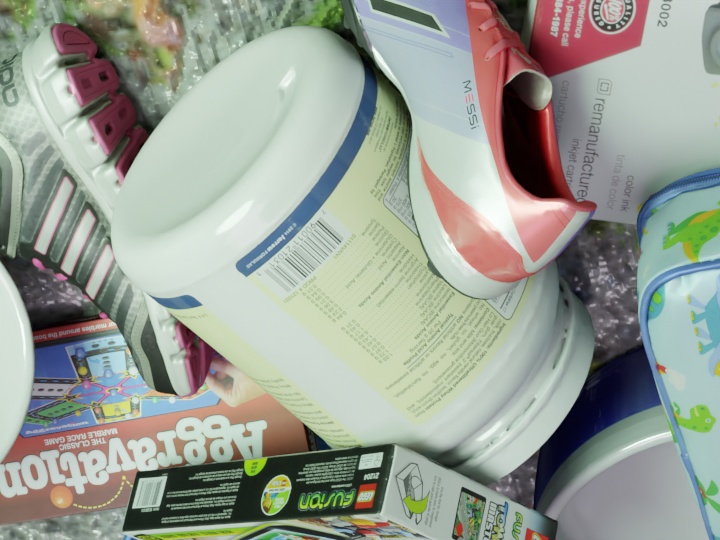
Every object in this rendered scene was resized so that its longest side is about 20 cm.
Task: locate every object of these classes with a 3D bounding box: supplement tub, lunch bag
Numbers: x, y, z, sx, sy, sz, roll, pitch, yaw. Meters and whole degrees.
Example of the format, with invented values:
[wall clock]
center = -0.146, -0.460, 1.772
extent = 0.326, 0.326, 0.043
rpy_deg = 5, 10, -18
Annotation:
[supplement tub]
center = 0.000, 0.000, 0.907
extent = 0.145, 0.145, 0.200
rpy_deg = -33, 121, 26
[lunch bag]
center = 0.214, 0.043, 0.858
extent = 0.161, 0.082, 0.200
rpy_deg = -12, 125, 16

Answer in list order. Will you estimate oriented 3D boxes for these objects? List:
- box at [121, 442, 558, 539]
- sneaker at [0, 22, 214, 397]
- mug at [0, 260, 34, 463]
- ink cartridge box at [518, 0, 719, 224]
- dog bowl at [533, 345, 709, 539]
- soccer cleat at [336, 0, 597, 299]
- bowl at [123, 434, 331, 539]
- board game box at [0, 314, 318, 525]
[box]
center = -0.014, 0.124, 0.953
extent = 0.110, 0.035, 0.200
rpy_deg = 29, 154, -34
[sneaker]
center = -0.137, -0.021, 0.959
extent = 0.087, 0.074, 0.200
rpy_deg = -16, 117, 18
[mug]
center = -0.278, 0.044, 0.960
extent = 0.186, 0.150, 0.153
rpy_deg = 12, 167, -37
[ink cartridge box]
center = 0.171, -0.093, 0.863
extent = 0.200, 0.086, 0.148
rpy_deg = 8, 126, 2
[dog bowl]
center = 0.190, 0.132, 1.027
extent = 0.200, 0.079, 0.200
rpy_deg = 3, 125, 4
[soccer cleat]
center = 0.044, -0.090, 0.828
extent = 0.068, 0.200, 0.073
rpy_deg = 3, 153, -43
[bowl]
center = -0.035, 0.171, 1.106
extent = 0.200, 0.039, 0.201
rpy_deg = 3, 126, 5
[board game box]
center = -0.127, 0.073, 1.034
extent = 0.200, 0.019, 0.103
rpy_deg = -11, 100, 14
